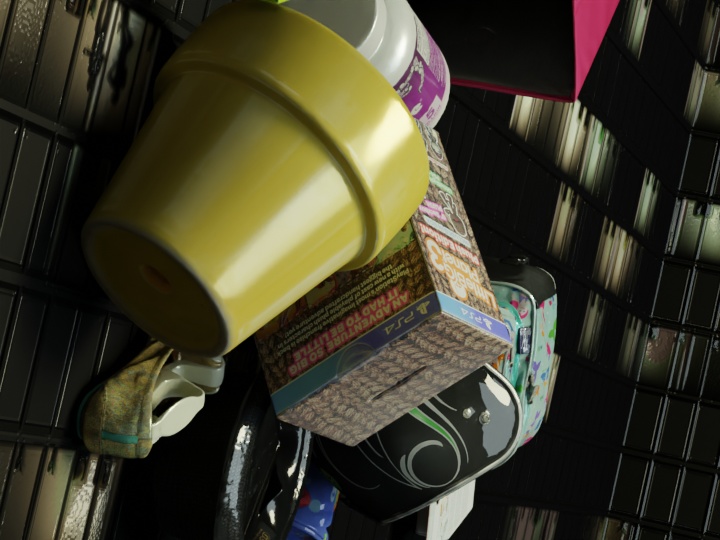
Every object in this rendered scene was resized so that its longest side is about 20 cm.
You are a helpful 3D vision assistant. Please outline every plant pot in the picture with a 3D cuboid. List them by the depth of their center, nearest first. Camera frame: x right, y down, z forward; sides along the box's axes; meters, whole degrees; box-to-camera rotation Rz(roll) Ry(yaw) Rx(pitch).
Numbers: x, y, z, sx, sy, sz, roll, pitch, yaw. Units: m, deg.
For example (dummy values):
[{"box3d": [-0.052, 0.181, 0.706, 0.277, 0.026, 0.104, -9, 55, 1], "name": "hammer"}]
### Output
[{"box3d": [-0.085, -0.051, 1.617, 0.189, 0.200, 0.201, -49, 150, -28], "name": "plant pot"}]

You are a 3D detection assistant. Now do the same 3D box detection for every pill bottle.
[{"box3d": [-0.001, -0.174, 1.898, 0.200, 0.112, 0.113, 41, 62, -69], "name": "pill bottle"}]

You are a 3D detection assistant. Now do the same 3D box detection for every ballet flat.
[{"box3d": [-0.136, 0.078, 1.716, 0.200, 0.070, 0.071, -50, 147, -57], "name": "ballet flat"}]

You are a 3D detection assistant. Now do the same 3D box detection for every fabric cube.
[{"box3d": [0.124, -0.295, 2.072, 0.200, 0.195, 0.201, -61, 155, -43], "name": "fabric cube"}]

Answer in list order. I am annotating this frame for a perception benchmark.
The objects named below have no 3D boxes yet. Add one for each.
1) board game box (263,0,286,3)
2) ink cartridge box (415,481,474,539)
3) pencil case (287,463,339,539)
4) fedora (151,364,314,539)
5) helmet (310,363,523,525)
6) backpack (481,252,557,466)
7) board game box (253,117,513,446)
[{"box3d": [-0.083, -0.288, 1.586, 0.048, 0.101, 0.201, -35, 134, -66], "name": "board game box"}, {"box3d": [0.085, 0.196, 2.517, 0.174, 0.043, 0.201, -42, 140, -61], "name": "ink cartridge box"}, {"box3d": [-0.036, 0.153, 2.051, 0.087, 0.078, 0.201, 64, 40, -52], "name": "pencil case"}, {"box3d": [-0.104, 0.143, 1.814, 0.201, 0.091, 0.202, 9, 90, -75], "name": "fedora"}, {"box3d": [0.033, 0.089, 1.951, 0.191, 0.199, 0.200, 59, 25, -2], "name": "helmet"}, {"box3d": [0.092, 0.092, 2.249, 0.151, 0.177, 0.201, -41, 137, -61], "name": "backpack"}, {"box3d": [0.000, 0.000, 1.769, 0.097, 0.159, 0.201, 25, 40, -49], "name": "board game box"}]
